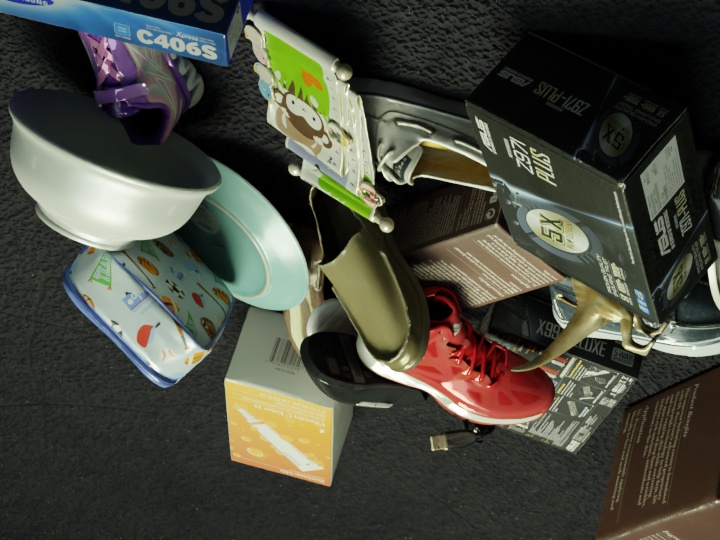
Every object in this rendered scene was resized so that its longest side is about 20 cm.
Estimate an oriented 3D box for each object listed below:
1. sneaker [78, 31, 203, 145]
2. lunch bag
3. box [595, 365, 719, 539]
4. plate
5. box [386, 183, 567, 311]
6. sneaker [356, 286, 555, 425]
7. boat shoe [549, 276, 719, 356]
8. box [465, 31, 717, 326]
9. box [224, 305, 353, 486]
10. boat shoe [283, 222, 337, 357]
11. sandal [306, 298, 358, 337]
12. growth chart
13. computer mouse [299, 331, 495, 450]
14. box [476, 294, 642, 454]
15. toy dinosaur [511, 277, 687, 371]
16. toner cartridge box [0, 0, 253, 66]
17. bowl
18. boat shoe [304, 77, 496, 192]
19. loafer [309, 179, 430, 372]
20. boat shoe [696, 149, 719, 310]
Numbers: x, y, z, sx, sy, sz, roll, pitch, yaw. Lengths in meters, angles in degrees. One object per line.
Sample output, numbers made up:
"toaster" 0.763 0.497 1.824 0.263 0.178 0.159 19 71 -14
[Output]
"sneaker" -0.204 -0.181 1.554 0.080 0.089 0.201 2 145 27
"lunch bag" -0.201 0.016 1.704 0.160 0.200 0.076 44 103 -9
"box" 0.369 0.217 1.816 0.163 0.167 0.200 30 149 -18
"plate" -0.135 -0.031 1.756 0.199 0.026 0.201 30 148 21
"box" 0.096 -0.021 1.670 0.100 0.076 0.199 36 144 -30
"sneaker" 0.099 0.081 1.694 0.198 0.079 0.116 15 155 -6
"boat shoe" 0.264 0.022 1.650 0.198 0.071 0.091 3 145 23
"box" 0.189 -0.072 1.461 0.163 0.086 0.201 32 161 34
"box" -0.076 0.142 2.002 0.123 0.098 0.201 14 150 7
"boat shoe" -0.037 0.031 1.827 0.074 0.075 0.203 1 146 16
"sandal" 0.017 0.058 1.830 0.206 0.080 0.059 21 -170 -41
"growth chart" -0.040 -0.132 1.545 0.144 0.018 0.201 29 149 35
"computer mouse" 0.034 0.126 1.750 0.198 0.141 0.046 4 134 -33
"box" 0.184 0.106 1.851 0.156 0.050 0.200 20 150 -2
"toy dinosaur" 0.226 0.028 1.609 0.101 0.201 0.058 35 -169 10
"toner cartridge box" -0.187 -0.234 1.451 0.198 0.096 0.043 14 149 7
"bowl" -0.232 -0.080 1.618 0.199 0.201 0.091 22 108 -7
"boat shoe" 0.041 -0.110 1.554 0.198 0.070 0.071 14 150 7
"loafer" 0.000 0.000 1.635 0.067 0.202 0.076 -2 153 -46
"boat shoe" 0.330 -0.026 1.540 0.060 0.074 0.201 5 139 30
